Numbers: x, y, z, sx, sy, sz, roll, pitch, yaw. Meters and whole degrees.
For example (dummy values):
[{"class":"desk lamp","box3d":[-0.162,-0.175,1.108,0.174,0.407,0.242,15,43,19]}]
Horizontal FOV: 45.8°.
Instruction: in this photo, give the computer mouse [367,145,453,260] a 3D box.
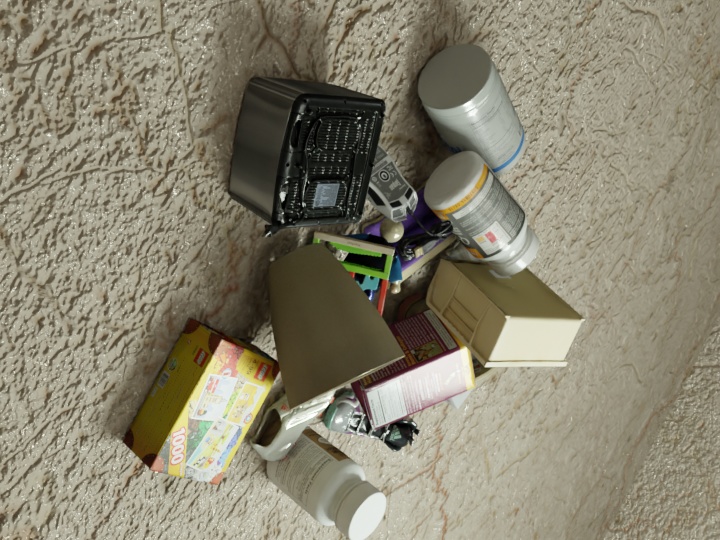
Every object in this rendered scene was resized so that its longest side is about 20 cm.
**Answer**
[{"class":"computer mouse","box3d":[0.051,-0.112,1.321,0.109,0.201,0.044,-36,178,-31]}]

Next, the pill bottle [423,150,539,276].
[{"class":"pill bottle","box3d":[0.202,-0.089,1.398,0.200,0.116,0.117,45,76,-28]}]

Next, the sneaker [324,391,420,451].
[{"class":"sneaker","box3d":[0.037,0.280,1.533,0.198,0.139,0.079,3,111,-50]}]

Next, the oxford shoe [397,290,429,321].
[{"class":"oxford shoe","box3d":[0.158,0.065,1.600,0.198,0.074,0.072,-30,130,-37]}]

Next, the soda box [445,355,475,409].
[{"class":"soda box","box3d":[0.227,0.181,1.758,0.201,0.067,0.064,-50,141,-16]}]

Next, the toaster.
[{"class":"toaster","box3d":[-0.076,-0.156,1.155,0.198,0.118,0.185,-9,118,-47]}]

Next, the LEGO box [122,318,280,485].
[{"class":"LEGO box","box3d":[-0.224,0.191,1.225,0.148,0.076,0.203,31,87,-52]}]

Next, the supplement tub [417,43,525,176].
[{"class":"supplement tub","box3d":[0.185,-0.255,1.395,0.133,0.131,0.200,-54,141,-9]}]

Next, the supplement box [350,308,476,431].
[{"class":"supplement box","box3d":[0.081,0.165,1.464,0.196,0.131,0.105,-21,126,-8]}]

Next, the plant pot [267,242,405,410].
[{"class":"plant pot","box3d":[-0.056,0.071,1.244,0.185,0.186,0.204,-17,80,-43]}]

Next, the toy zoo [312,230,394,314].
[{"class":"toy zoo","box3d":[-0.028,0.051,1.325,0.020,0.128,0.205,-61,162,-78]}]

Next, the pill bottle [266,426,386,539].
[{"class":"pill bottle","box3d":[-0.056,0.356,1.422,0.113,0.198,0.117,-28,132,-36]}]

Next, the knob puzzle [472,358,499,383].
[{"class":"knob puzzle","box3d":[0.168,0.212,1.571,0.217,0.218,0.031,-21,93,-41]}]

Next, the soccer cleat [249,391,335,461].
[{"class":"soccer cleat","box3d":[-0.104,0.222,1.396,0.202,0.069,0.078,-55,139,-6]}]

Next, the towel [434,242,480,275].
[{"class":"towel","box3d":[0.227,-0.015,1.554,0.200,0.024,0.148,-44,129,-16]}]

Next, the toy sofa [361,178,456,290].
[{"class":"toy sofa","box3d":[0.093,-0.062,1.441,0.199,0.082,0.099,-36,136,-31]}]

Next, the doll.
[{"class":"doll","box3d":[0.000,0.000,1.350,0.201,0.136,0.048,-53,179,9]}]

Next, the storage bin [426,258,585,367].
[{"class":"storage bin","box3d":[0.244,0.067,1.460,0.197,0.199,0.095,4,119,-35]}]
